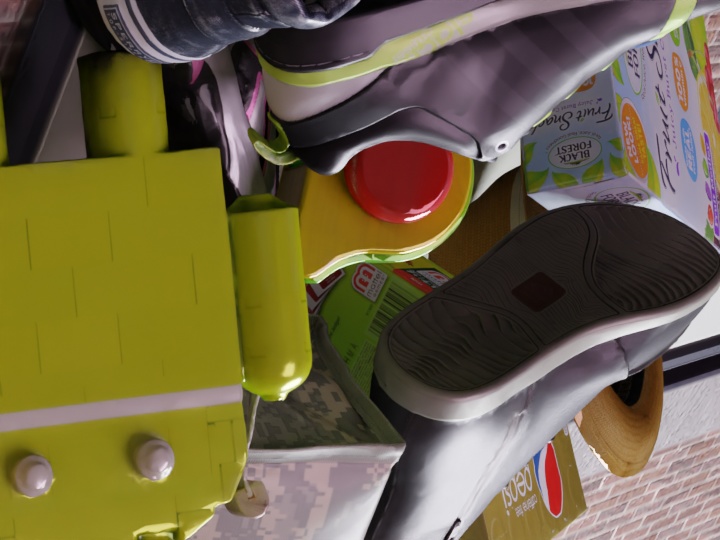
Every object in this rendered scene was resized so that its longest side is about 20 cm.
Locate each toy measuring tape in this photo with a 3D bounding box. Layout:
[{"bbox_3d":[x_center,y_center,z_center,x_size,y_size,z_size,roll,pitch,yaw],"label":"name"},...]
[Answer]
[{"bbox_3d":[0.000,0.000,1.094,0.074,0.073,0.200,23,78,-65],"label":"toy measuring tape"}]

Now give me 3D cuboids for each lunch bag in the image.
[{"bbox_3d":[-0.110,0.104,1.156,0.200,0.118,0.164,3,122,-30],"label":"lunch bag"}]

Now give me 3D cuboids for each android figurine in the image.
[{"bbox_3d":[-0.104,0.023,1.021,0.182,0.041,0.200,-4,90,-25],"label":"android figurine"}]

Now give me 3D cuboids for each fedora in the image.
[{"bbox_3d":[0.085,0.010,1.395,0.201,0.082,0.201,-14,90,-72],"label":"fedora"}]

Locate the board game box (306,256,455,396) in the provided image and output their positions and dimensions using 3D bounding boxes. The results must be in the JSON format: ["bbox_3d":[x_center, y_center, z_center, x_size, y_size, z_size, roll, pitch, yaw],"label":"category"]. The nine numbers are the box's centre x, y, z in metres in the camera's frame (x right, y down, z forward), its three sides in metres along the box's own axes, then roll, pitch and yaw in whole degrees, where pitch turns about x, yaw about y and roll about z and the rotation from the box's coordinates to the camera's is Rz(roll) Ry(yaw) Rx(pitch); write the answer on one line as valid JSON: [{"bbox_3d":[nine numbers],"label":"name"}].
[{"bbox_3d":[-0.035,0.074,1.282,0.048,0.102,0.200,0,120,-61],"label":"board game box"}]

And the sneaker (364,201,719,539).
[{"bbox_3d":[0.070,0.044,1.244,0.200,0.075,0.106,-23,144,-38],"label":"sneaker"}]

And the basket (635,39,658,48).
[{"bbox_3d":[0.077,-0.170,1.148,0.176,0.139,0.200,-22,131,-42],"label":"basket"}]

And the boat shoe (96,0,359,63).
[{"bbox_3d":[-0.010,-0.154,1.007,0.071,0.091,0.200,47,55,-36],"label":"boat shoe"}]

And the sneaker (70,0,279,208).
[{"bbox_3d":[-0.048,-0.080,1.104,0.086,0.080,0.200,-46,154,-25],"label":"sneaker"}]

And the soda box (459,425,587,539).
[{"bbox_3d":[0.058,0.114,1.466,0.200,0.064,0.068,-19,95,-72],"label":"soda box"}]

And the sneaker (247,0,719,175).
[{"bbox_3d":[0.052,-0.084,1.052,0.200,0.072,0.083,-12,124,-11],"label":"sneaker"}]

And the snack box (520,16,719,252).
[{"bbox_3d":[0.122,-0.083,1.352,0.200,0.053,0.143,31,50,-65],"label":"snack box"}]
